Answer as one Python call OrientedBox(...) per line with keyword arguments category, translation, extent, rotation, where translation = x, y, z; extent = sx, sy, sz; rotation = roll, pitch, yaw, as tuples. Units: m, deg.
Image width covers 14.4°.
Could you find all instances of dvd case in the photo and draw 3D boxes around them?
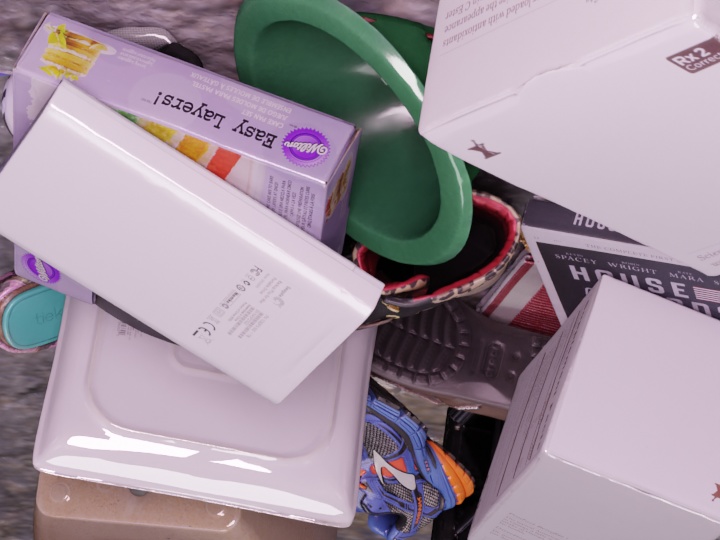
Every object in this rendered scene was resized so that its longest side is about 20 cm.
OrientedBox(category="dvd case", translation=(0.184, 0.024, 1.660), extent=(0.149, 0.025, 0.200), rotation=(10, 157, 21))

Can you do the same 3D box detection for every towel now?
OrientedBox(category="towel", translation=(0.184, 0.028, 1.841), extent=(0.198, 0.023, 0.144), rotation=(13, 160, -8))

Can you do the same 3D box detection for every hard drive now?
OrientedBox(category="hard drive", translation=(-0.100, -0.012, 1.525), extent=(0.199, 0.026, 0.132), rotation=(33, 145, -9))

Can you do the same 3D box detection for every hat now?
OrientedBox(category="hat", translation=(0.058, -0.112, 1.545), extent=(0.200, 0.176, 0.166), rotation=(50, 152, 2))

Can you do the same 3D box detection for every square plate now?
OrientedBox(category="square plate", translation=(-0.087, 0.045, 1.741), extent=(0.197, 0.201, 0.028), rotation=(11, 152, -6))

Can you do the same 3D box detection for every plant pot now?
OrientedBox(category="plant pot", translation=(-0.121, 0.115, 1.895), extent=(0.198, 0.202, 0.177), rotation=(4, 165, 10))

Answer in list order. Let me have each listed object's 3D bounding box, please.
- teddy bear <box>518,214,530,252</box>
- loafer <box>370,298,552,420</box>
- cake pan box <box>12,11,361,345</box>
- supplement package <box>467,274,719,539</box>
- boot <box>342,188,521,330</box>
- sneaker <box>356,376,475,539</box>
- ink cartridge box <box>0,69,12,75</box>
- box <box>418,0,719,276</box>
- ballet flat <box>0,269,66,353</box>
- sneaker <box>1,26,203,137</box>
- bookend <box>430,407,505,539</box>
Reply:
OrientedBox(category="teddy bear", translation=(0.186, -0.003, 1.692), extent=(0.144, 0.067, 0.199), rotation=(-18, 145, 42))
OrientedBox(category="loafer", translation=(0.060, 0.062, 1.864), extent=(0.199, 0.073, 0.071), rotation=(24, 159, 2))
OrientedBox(category="cake pan box", translation=(-0.100, -0.035, 1.561), extent=(0.183, 0.052, 0.201), rotation=(23, 145, 8))
OrientedBox(category="supplement package", translation=(0.152, 0.104, 1.681), extent=(0.116, 0.118, 0.200), rotation=(22, 158, -4))
OrientedBox(category="boot", translation=(0.000, 0.000, 1.667), extent=(0.198, 0.074, 0.151), rotation=(-11, 177, -6))
OrientedBox(category="sneaker", translation=(0.006, 0.122, 1.889), extent=(0.075, 0.079, 0.200), rotation=(36, 172, 44))
OrientedBox(category="ink cartridge box", translation=(-0.326, -0.102, 1.565), extent=(0.199, 0.044, 0.198), rotation=(2, 178, 31))
OrientedBox(category="box", translation=(0.168, -0.109, 1.357), extent=(0.199, 0.132, 0.198), rotation=(24, 154, -30))
OrientedBox(category="ballet flat", translation=(-0.151, 0.002, 1.810), extent=(0.199, 0.070, 0.071), rotation=(-14, -151, -21))
OrientedBox(category="sneaker", translation=(-0.095, -0.079, 1.609), extent=(0.199, 0.076, 0.115), rotation=(19, 154, -22))
OrientedBox(category="bookend", translation=(0.116, 0.168, 1.970), extent=(0.091, 0.201, 0.199), rotation=(12, 159, -10))
